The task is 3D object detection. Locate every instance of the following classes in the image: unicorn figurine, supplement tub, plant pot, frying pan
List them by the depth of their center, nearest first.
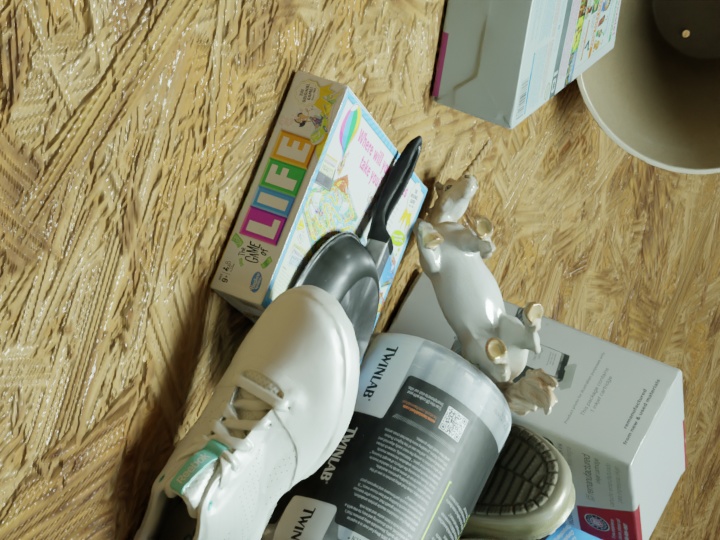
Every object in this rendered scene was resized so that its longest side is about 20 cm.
[{"bbox_3d":[-0.002,0.014,1.453,0.190,0.031,0.115,-47,150,-45],"label":"frying pan"},{"bbox_3d":[0.005,0.150,1.550,0.201,0.122,0.123,-62,159,-27],"label":"supplement tub"},{"bbox_3d":[0.073,0.004,1.600,0.137,0.073,0.201,108,-27,-81],"label":"unicorn figurine"},{"bbox_3d":[0.268,-0.190,1.917,0.200,0.186,0.188,-59,162,-71],"label":"plant pot"}]

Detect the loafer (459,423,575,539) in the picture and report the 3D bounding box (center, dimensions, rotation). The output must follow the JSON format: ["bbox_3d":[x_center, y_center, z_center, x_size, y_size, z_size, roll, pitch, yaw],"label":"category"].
[{"bbox_3d":[0.080,0.149,1.650,0.068,0.200,0.076,44,68,-29],"label":"loafer"}]

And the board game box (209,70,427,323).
[{"bbox_3d":[-0.020,-0.021,1.459,0.135,0.034,0.200,-68,161,-9],"label":"board game box"}]

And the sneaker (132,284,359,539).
[{"bbox_3d":[-0.070,0.101,1.343,0.088,0.075,0.201,-4,125,-61],"label":"sneaker"}]

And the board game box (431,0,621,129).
[{"bbox_3d":[0.124,-0.199,1.651,0.200,0.064,0.148,-36,142,-57],"label":"board game box"}]

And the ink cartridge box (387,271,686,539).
[{"bbox_3d":[0.118,0.099,1.698,0.083,0.199,0.147,-59,157,-24],"label":"ink cartridge box"}]

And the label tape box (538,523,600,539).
[{"bbox_3d":[0.114,0.200,1.769,0.144,0.199,0.064,-34,131,-61],"label":"label tape box"}]
